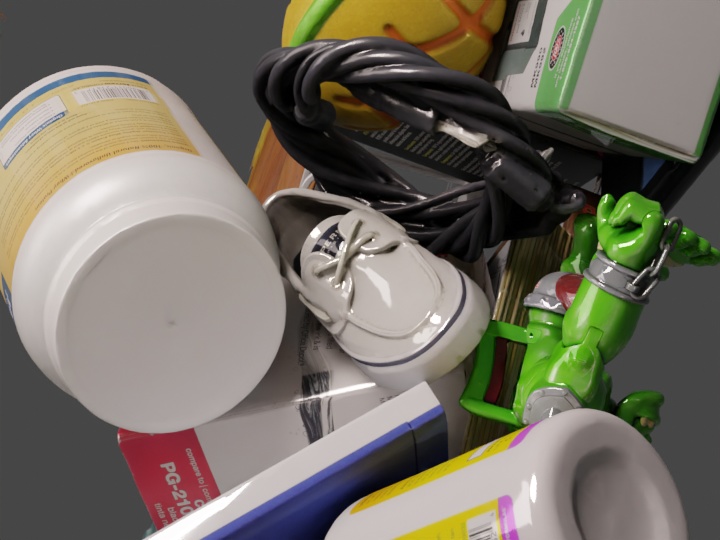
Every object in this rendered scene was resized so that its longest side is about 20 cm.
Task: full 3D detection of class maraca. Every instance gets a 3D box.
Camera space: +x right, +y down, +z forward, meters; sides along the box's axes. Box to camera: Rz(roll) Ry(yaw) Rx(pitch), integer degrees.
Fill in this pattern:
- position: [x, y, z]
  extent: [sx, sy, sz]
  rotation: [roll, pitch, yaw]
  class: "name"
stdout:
- position: [0.028, -0.153, 1.164]
  extent: [0.136, 0.107, 0.200]
  rotation: [-16, -28, -43]
  class: "maraca"

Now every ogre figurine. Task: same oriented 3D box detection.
- position: [0.111, 0.032, 1.063]
  extent: [0.121, 0.098, 0.200]
  rotation: [-64, 16, -6]
  class: "ogre figurine"

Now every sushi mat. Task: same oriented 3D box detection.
- position: [0.089, 0.067, 1.144]
  extent: [0.012, 0.096, 0.202]
  rotation: [-1, 65, 36]
  class: "sushi mat"

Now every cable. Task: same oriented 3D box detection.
- position: [0.014, -0.061, 1.108]
  extent: [0.199, 0.163, 0.051]
  rotation: [-1, 59, 59]
  class: "cable"

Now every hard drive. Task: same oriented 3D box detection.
- position: [-0.046, 0.137, 1.066]
  extent: [0.025, 0.199, 0.132]
  rotation: [56, 168, 24]
  class: "hard drive"

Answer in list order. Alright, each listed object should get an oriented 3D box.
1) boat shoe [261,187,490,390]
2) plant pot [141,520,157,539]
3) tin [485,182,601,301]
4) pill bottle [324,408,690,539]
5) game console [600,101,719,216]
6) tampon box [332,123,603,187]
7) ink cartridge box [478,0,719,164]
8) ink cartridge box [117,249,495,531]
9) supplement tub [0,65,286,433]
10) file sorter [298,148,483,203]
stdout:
- position: [0.000, 0.000, 1.109]
  extent: [0.072, 0.066, 0.200]
  rotation: [-46, 27, 0]
  class: "boat shoe"
- position: [-0.045, 0.236, 1.218]
  extent: [0.196, 0.198, 0.197]
  rotation: [-116, 47, -75]
  class: "plant pot"
- position: [0.100, 0.023, 1.303]
  extent: [0.200, 0.042, 0.113]
  rotation: [124, 166, -56]
  class: "tin"
- position: [0.050, 0.141, 0.995]
  extent: [0.199, 0.104, 0.105]
  rotation: [-28, 39, 43]
  class: "pill bottle"
- position: [0.179, -0.122, 1.164]
  extent: [0.200, 0.031, 0.178]
  rotation: [122, 164, -53]
  class: "game console"
- position: [0.066, -0.150, 1.333]
  extent: [0.126, 0.198, 0.151]
  rotation: [140, 147, -70]
  class: "tampon box"
- position: [0.134, -0.141, 1.140]
  extent: [0.200, 0.083, 0.147]
  rotation: [-158, 85, -78]
  class: "ink cartridge box"
- position: [-0.022, 0.062, 1.204]
  extent: [0.145, 0.198, 0.085]
  rotation: [-84, -22, -56]
  class: "ink cartridge box"
- position: [-0.127, -0.013, 1.157]
  extent: [0.146, 0.143, 0.200]
  rotation: [-67, 27, 16]
  class: "supplement tub"
- position: [0.002, 0.023, 1.380]
  extent: [0.200, 0.123, 0.140]
  rotation: [-80, 7, -62]
  class: "file sorter"
